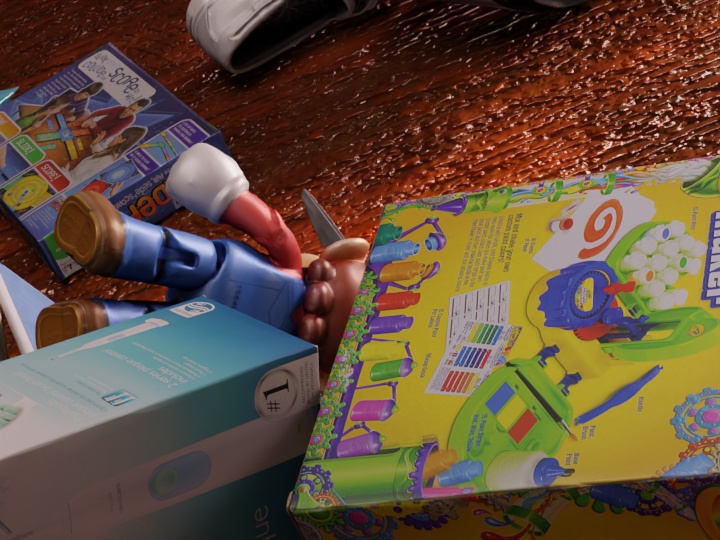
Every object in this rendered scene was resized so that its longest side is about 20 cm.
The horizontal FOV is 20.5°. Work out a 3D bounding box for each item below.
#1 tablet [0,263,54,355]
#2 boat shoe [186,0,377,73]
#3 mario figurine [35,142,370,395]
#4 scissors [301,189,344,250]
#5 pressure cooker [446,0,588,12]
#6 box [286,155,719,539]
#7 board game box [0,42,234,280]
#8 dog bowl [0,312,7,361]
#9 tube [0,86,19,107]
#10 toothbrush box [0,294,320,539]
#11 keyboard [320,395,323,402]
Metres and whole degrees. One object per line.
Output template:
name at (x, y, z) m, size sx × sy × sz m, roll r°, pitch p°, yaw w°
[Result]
tablet at (-0.124, 0.072, 0.992) m, size 0.014 × 0.130 × 0.200 m, roll -46°, pitch 33°, yaw 5°
boat shoe at (-0.021, -0.199, 1.356) m, size 0.200 × 0.072 × 0.069 m, roll -27°, pitch 54°, yaw -14°
mario figurine at (-0.062, 0.018, 0.967) m, size 0.123 × 0.200 × 0.106 m, roll -55°, pitch 41°, yaw 32°
scissors at (0.000, 0.000, 1.113) m, size 0.073 × 0.014 × 0.200 m, roll -20°, pitch 32°, yaw 12°
pressure cooker at (0.092, -0.253, 1.256) m, size 0.200 × 0.179 × 0.176 m, roll 18°, pitch 95°, yaw 46°
box at (0.097, 0.063, 0.852) m, size 0.193 × 0.122 × 0.200 m, roll -8°, pitch 37°, yaw 22°
board game box at (-0.181, -0.077, 1.316) m, size 0.135 × 0.034 × 0.200 m, roll -32°, pitch 34°, yaw -12°
dog bowl at (-0.233, 0.069, 0.909) m, size 0.074 × 0.200 × 0.200 m, roll 2°, pitch 40°, yaw 14°
tube at (-0.315, -0.066, 1.388) m, size 0.077 × 0.050 × 0.200 m, roll -5°, pitch 34°, yaw 31°
toothbrush box at (-0.115, 0.112, 0.820) m, size 0.200 × 0.146 × 0.085 m, roll -17°, pitch 25°, yaw -36°
keyboard at (0.042, 0.041, 1.014) m, size 0.200 × 0.011 × 0.056 m, roll -30°, pitch 50°, yaw -7°
